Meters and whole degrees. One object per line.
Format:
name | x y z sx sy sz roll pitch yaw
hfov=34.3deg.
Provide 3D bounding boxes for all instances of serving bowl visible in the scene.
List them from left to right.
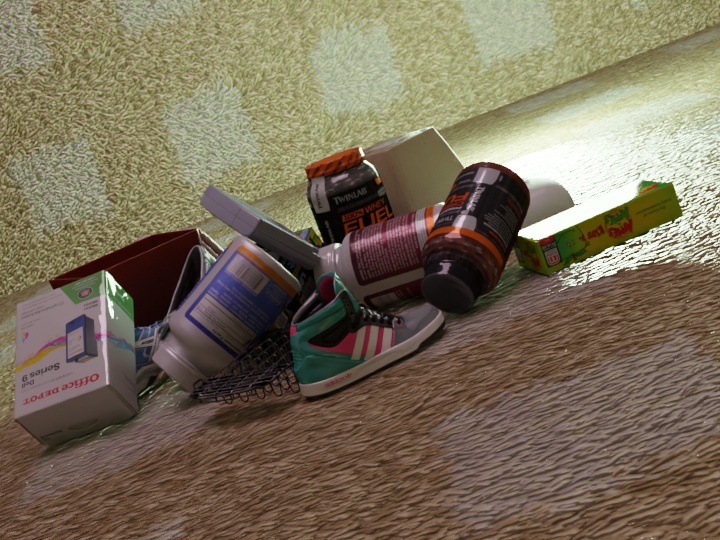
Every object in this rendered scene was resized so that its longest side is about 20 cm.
serving bowl | 0.231 -0.100 1.826 0.199 0.066 0.200 -21 10 4

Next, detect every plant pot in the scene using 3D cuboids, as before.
plant pot | -0.348 0.056 1.860 0.199 0.177 0.199 -26 12 -30
plant pot | 0.069 -0.134 2.002 0.199 0.178 0.199 -11 15 46

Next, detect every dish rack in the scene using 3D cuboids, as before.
dish rack | -0.106 0.119 1.424 0.153 0.055 0.200 -15 14 36

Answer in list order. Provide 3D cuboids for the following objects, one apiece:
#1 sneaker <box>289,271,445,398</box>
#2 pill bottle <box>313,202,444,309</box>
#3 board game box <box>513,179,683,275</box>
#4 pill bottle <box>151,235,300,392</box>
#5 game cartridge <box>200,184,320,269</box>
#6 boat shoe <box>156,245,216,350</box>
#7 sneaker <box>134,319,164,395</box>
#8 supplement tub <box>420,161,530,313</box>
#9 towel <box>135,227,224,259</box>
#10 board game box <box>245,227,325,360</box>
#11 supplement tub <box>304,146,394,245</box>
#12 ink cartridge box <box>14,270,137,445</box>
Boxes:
sneaker | -0.001 0.053 1.359 0.199 0.121 0.083 -26 12 -25
pill bottle | 0.042 -0.012 1.618 0.199 0.115 0.114 -17 11 17
board game box | 0.306 -0.058 1.524 0.199 0.048 0.102 -23 11 -9
pill bottle | -0.180 0.063 1.533 0.200 0.112 0.112 -52 15 -5
game cartridge | -0.149 -0.066 1.641 0.041 0.133 0.200 -57 32 0
boat shoe | -0.245 0.053 1.644 0.074 0.065 0.203 -14 39 33
sneaker | -0.301 0.106 1.690 0.200 0.077 0.075 -44 21 -32
supplement tub | 0.142 -0.040 1.487 0.106 0.107 0.201 -12 37 39
towel | -0.272 -0.004 2.008 0.199 0.191 0.032 -6 48 50
board game box | -0.148 0.040 1.682 0.164 0.057 0.201 -15 37 33
supplement tub | -0.010 -0.085 1.842 0.122 0.201 0.123 -20 11 4
ink cartridge box | -0.388 0.119 1.592 0.144 0.088 0.201 -20 52 10
